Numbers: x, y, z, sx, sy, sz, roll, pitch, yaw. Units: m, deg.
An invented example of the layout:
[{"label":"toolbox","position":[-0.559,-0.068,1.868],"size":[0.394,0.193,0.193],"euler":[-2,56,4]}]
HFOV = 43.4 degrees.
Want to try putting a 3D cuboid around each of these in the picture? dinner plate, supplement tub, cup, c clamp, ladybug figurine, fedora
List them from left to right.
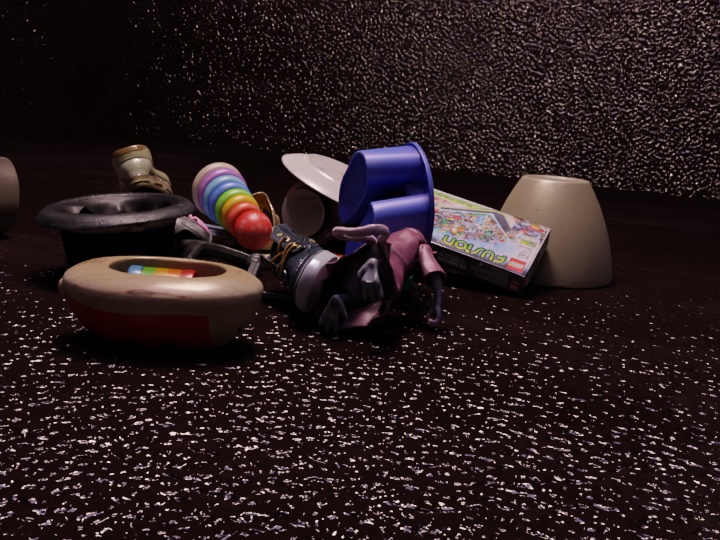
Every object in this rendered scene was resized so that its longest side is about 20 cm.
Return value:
[{"label":"fedora","position":[-0.302,-0.040,1.134],"size":[0.195,0.094,0.201],"euler":[1,14,0]},{"label":"ladybug figurine","position":[-0.192,0.032,0.871],"size":[0.195,0.074,0.136],"euler":[5,12,2]},{"label":"c clamp","position":[-0.161,0.000,1.150],"size":[0.167,0.028,0.200],"euler":[13,13,-10]},{"label":"supplement tub","position":[-0.059,-0.092,1.428],"size":[0.104,0.110,0.200],"euler":[7,7,16]},{"label":"dinner plate","position":[-0.026,-0.135,1.368],"size":[0.197,0.025,0.201],"euler":[24,17,-8]},{"label":"cup","position":[0.285,-0.066,1.361],"size":[0.195,0.147,0.200],"euler":[3,11,-1]}]

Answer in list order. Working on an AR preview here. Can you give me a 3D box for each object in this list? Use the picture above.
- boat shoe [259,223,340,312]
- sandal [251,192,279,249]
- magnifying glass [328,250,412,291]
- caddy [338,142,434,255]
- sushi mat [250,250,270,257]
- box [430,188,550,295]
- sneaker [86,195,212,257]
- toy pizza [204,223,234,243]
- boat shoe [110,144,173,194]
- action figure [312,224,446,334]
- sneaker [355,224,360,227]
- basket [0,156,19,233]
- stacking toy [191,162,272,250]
[{"label":"boat shoe","position":[-0.077,-0.006,1.045],"size":[0.090,0.072,0.200],"euler":[29,2,2]},{"label":"sandal","position":[-0.154,-0.086,1.413],"size":[0.076,0.071,0.212],"euler":[2,11,-12]},{"label":"magnifying glass","position":[0.000,0.000,1.251],"size":[0.078,0.023,0.199],"euler":[-3,15,-32]},{"label":"caddy","position":[0.041,-0.076,1.157],"size":[0.102,0.145,0.200],"euler":[-3,-17,-15]},{"label":"sushi mat","position":[-0.119,-0.028,1.356],"size":[0.093,0.012,0.200],"euler":[0,12,-15]},{"label":"box","position":[0.154,-0.045,1.263],"size":[0.196,0.035,0.111],"euler":[20,48,19]},{"label":"sneaker","position":[-0.302,-0.037,1.232],"size":[0.195,0.080,0.096],"euler":[7,38,-7]},{"label":"toy pizza","position":[-0.286,-0.059,1.375],"size":[0.195,0.033,0.200],"euler":[9,4,-1]},{"label":"boat shoe","position":[-0.310,-0.111,1.297],"size":[0.072,0.064,0.200],"euler":[-20,-15,-3]},{"label":"action figure","position":[0.023,-0.009,1.001],"size":[0.131,0.152,0.199],"euler":[3,23,30]},{"label":"sneaker","position":[0.021,-0.056,1.371],"size":[0.083,0.077,0.200],"euler":[11,8,-20]},{"label":"basket","position":[-0.609,-0.112,1.303],"size":[0.178,0.139,0.197],"euler":[20,15,42]},{"label":"stacking toy","position":[-0.181,-0.089,1.317],"size":[0.084,0.087,0.200],"euler":[-1,23,-27]}]
